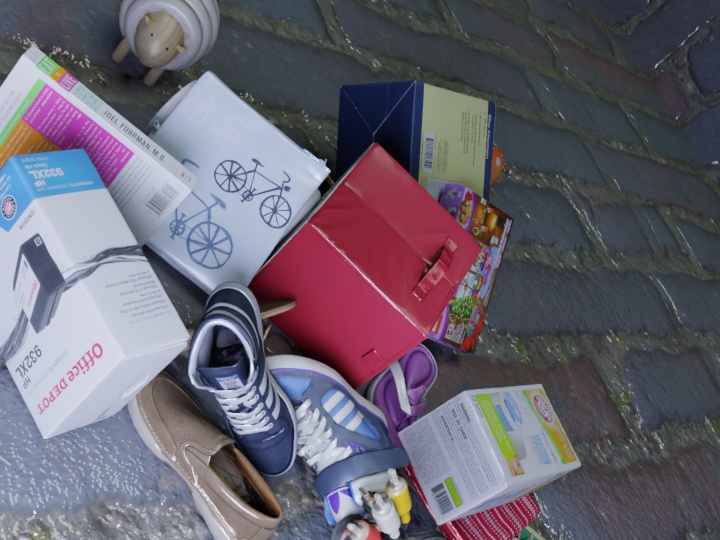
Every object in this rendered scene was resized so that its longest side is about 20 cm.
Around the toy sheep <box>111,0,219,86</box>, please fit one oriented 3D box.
[{"bbox_3d":[-0.240,-0.317,1.234,0.137,0.138,0.202,34,35,-23],"label":"toy sheep"}]

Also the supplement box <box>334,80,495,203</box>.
[{"bbox_3d":[0.078,-0.148,1.371,0.198,0.133,0.204,1,93,-51],"label":"supplement box"}]

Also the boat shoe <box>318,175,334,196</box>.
[{"bbox_3d":[-0.029,-0.051,1.279,0.201,0.074,0.075,53,33,4],"label":"boat shoe"}]

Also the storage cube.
[{"bbox_3d":[0.000,0.000,1.138,0.180,0.200,0.171,44,48,-7],"label":"storage cube"}]

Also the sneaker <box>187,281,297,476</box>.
[{"bbox_3d":[-0.112,0.120,0.934,0.109,0.069,0.203,-85,161,-76],"label":"sneaker"}]

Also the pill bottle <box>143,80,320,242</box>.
[{"bbox_3d":[-0.153,-0.119,1.153,0.200,0.119,0.120,46,32,-6],"label":"pill bottle"}]

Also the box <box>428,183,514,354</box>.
[{"bbox_3d":[0.136,0.001,1.330,0.136,0.039,0.203,23,82,-49],"label":"box"}]

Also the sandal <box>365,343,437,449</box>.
[{"bbox_3d":[0.057,0.146,1.209,0.082,0.050,0.203,43,33,-11],"label":"sandal"}]

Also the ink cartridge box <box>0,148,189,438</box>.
[{"bbox_3d":[-0.259,0.020,0.858,0.083,0.145,0.202,-15,69,-54],"label":"ink cartridge box"}]

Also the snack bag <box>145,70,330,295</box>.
[{"bbox_3d":[-0.159,-0.094,1.081,0.188,0.201,0.021,37,-10,-8],"label":"snack bag"}]

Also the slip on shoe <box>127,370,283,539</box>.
[{"bbox_3d":[-0.145,0.171,0.924,0.201,0.060,0.076,57,33,10],"label":"slip on shoe"}]

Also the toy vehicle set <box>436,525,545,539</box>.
[{"bbox_3d":[0.172,0.344,1.172,0.199,0.026,0.125,41,33,-15],"label":"toy vehicle set"}]

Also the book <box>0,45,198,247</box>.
[{"bbox_3d":[-0.278,-0.108,0.975,0.199,0.133,0.048,40,33,-16],"label":"book"}]

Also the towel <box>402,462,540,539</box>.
[{"bbox_3d":[0.137,0.261,1.167,0.199,0.022,0.146,-15,70,-56],"label":"towel"}]

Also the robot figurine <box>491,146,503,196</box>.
[{"bbox_3d":[0.160,-0.203,1.628,0.116,0.144,0.201,-33,83,-28],"label":"robot figurine"}]

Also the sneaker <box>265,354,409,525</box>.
[{"bbox_3d":[-0.035,0.188,1.024,0.199,0.080,0.148,35,31,-32],"label":"sneaker"}]

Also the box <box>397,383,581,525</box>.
[{"bbox_3d":[0.151,0.204,1.117,0.199,0.101,0.114,6,54,-54],"label":"box"}]

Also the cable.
[{"bbox_3d":[0.038,0.282,1.009,0.050,0.097,0.201,30,-18,46],"label":"cable"}]

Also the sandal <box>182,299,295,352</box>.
[{"bbox_3d":[-0.150,0.084,1.024,0.210,0.077,0.071,-14,99,-48],"label":"sandal"}]
